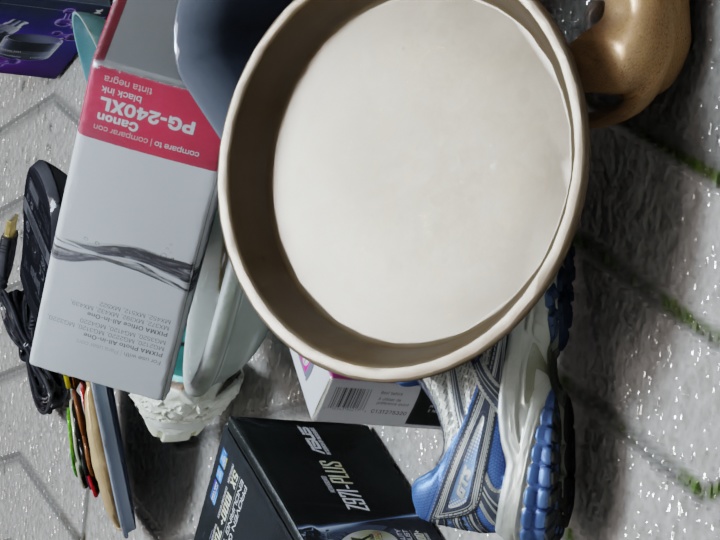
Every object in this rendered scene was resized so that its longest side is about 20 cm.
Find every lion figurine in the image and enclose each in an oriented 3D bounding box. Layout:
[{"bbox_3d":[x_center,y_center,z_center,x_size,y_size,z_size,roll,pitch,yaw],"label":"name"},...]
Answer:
[{"bbox_3d":[0.123,-0.140,1.336,0.122,0.072,0.201,21,119,58],"label":"lion figurine"}]

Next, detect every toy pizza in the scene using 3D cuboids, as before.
[{"bbox_3d":[-0.176,0.075,1.919,0.200,0.032,0.201,169,90,-86],"label":"toy pizza"}]

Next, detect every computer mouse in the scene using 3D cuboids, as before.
[{"bbox_3d":[-0.220,-0.011,2.119,0.141,0.046,0.201,-121,30,-47],"label":"computer mouse"}]

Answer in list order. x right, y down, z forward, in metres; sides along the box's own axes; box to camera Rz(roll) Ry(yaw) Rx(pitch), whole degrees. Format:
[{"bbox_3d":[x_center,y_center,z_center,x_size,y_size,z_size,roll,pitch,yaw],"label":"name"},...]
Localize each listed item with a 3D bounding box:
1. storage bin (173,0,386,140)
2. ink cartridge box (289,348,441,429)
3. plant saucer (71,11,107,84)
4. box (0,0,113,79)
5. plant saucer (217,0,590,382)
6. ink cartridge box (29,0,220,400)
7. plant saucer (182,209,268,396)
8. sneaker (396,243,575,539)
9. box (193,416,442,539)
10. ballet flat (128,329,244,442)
[{"bbox_3d":[0.012,-0.152,1.487,0.146,0.134,0.201,55,137,44],"label":"storage bin"},{"bbox_3d":[0.000,0.000,1.540,0.200,0.094,0.037,-110,34,-45],"label":"ink cartridge box"},{"bbox_3d":[-0.133,-0.070,1.859,0.200,0.027,0.201,159,90,-81],"label":"plant saucer"},{"bbox_3d":[-0.290,-0.204,2.116,0.141,0.199,0.079,137,133,-58],"label":"box"},{"bbox_3d":[0.022,-0.048,1.367,0.199,0.029,0.201,-5,80,33],"label":"plant saucer"},{"bbox_3d":[-0.118,-0.052,1.652,0.145,0.083,0.201,-81,6,-59],"label":"ink cartridge box"},{"bbox_3d":[-0.057,-0.023,1.700,0.200,0.050,0.201,-169,90,-82],"label":"plant saucer"},{"bbox_3d":[0.054,0.027,1.391,0.077,0.085,0.201,39,-128,-74],"label":"sneaker"},{"bbox_3d":[-0.032,0.204,1.587,0.164,0.086,0.201,-125,45,-55],"label":"box"},{"bbox_3d":[-0.115,0.069,1.839,0.200,0.071,0.072,-135,54,-71],"label":"ballet flat"}]
